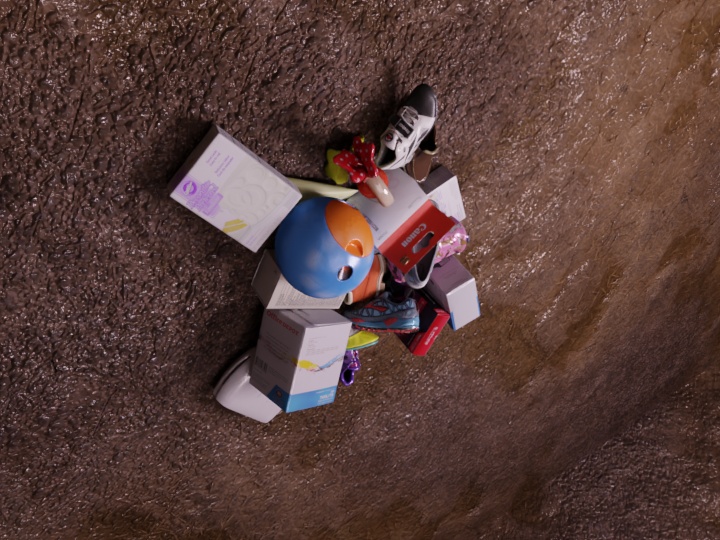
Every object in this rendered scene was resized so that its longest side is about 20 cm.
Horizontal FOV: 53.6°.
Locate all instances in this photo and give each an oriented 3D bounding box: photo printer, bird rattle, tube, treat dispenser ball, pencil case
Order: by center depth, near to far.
[{"bbox_3d":[0.016,-0.196,1.404,0.113,0.200,0.163,-44,112,-5],"label":"bird rattle"},{"bbox_3d":[-0.071,-0.045,1.418,0.199,0.201,0.202,-21,136,-22],"label":"treat dispenser ball"},{"bbox_3d":[-0.103,-0.159,1.459,0.199,0.058,0.052,4,108,-40],"label":"tube"},{"bbox_3d":[0.151,-0.048,1.639,0.199,0.087,0.083,-26,153,-15],"label":"pencil case"},{"bbox_3d":[-0.245,0.272,1.708,0.166,0.070,0.200,-46,140,4],"label":"photo printer"}]

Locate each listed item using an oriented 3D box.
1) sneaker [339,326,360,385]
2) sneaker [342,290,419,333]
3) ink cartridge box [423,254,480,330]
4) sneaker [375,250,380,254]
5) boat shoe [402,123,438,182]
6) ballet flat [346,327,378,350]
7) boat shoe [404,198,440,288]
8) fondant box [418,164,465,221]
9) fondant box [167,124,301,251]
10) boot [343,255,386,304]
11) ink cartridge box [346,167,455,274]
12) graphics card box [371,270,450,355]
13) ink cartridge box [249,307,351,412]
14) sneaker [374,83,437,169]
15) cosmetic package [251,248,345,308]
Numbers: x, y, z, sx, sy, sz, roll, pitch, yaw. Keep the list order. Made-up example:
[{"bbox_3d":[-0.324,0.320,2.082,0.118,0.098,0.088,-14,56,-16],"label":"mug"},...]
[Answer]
[{"bbox_3d":[-0.024,0.208,1.815,0.080,0.083,0.202,-15,130,-28],"label":"sneaker"},{"bbox_3d":[0.052,0.098,1.707,0.079,0.198,0.097,29,65,-62],"label":"sneaker"},{"bbox_3d":[0.199,0.023,1.737,0.085,0.200,0.147,-30,138,-10],"label":"ink cartridge box"},{"bbox_3d":[0.010,-0.049,1.550,0.197,0.083,0.071,12,147,1],"label":"sneaker"},{"bbox_3d":[0.130,-0.264,1.526,0.074,0.075,0.204,-26,137,-17],"label":"boat shoe"},{"bbox_3d":[-0.057,0.170,1.733,0.198,0.067,0.068,-17,95,10],"label":"ballet flat"},{"bbox_3d":[0.142,-0.062,1.564,0.074,0.065,0.204,15,78,-10],"label":"boat shoe"},{"bbox_3d":[0.142,-0.132,1.666,0.199,0.058,0.145,-35,139,-10],"label":"fondant box"},{"bbox_3d":[-0.230,-0.147,1.311,0.199,0.058,0.145,35,102,-31],"label":"fondant box"},{"bbox_3d":[0.000,0.000,1.663,0.106,0.075,0.201,-18,136,-18],"label":"boot"},{"bbox_3d":[0.075,-0.116,1.504,0.162,0.200,0.057,-44,152,-10],"label":"ink cartridge box"},{"bbox_3d":[0.117,0.095,1.736,0.051,0.200,0.126,8,122,-43],"label":"graphics card box"},{"bbox_3d":[-0.135,0.183,1.590,0.145,0.146,0.202,-3,113,-45],"label":"ink cartridge box"},{"bbox_3d":[0.088,-0.280,1.436,0.088,0.074,0.201,-29,152,-45],"label":"sneaker"},{"bbox_3d":[-0.125,0.020,1.567,0.199,0.087,0.104,4,125,-41],"label":"cosmetic package"}]
